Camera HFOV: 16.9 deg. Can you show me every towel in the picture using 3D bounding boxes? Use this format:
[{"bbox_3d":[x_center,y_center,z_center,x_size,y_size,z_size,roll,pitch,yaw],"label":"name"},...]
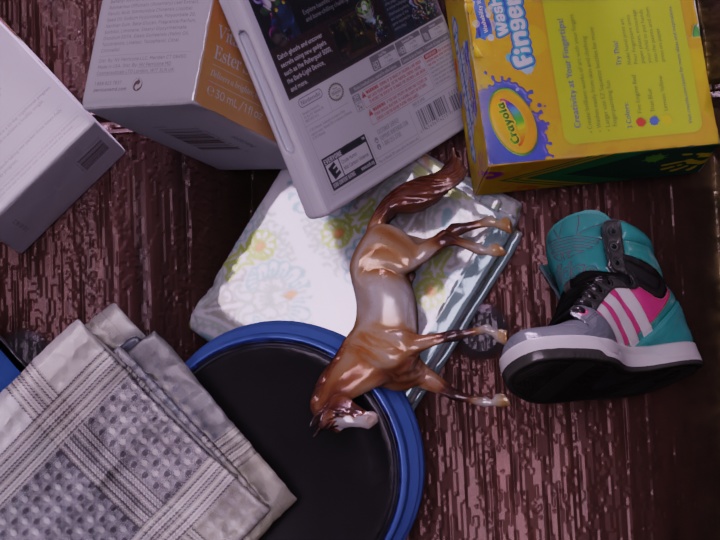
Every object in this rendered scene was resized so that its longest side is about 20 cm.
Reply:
[{"bbox_3d":[0.000,0.000,1.723,0.171,0.048,0.201,31,84,12],"label":"towel"},{"bbox_3d":[-0.173,0.148,1.628,0.200,0.035,0.193,-43,89,-11],"label":"towel"}]

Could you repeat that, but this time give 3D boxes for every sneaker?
[{"bbox_3d":[0.150,0.019,1.645,0.083,0.200,0.121,-32,69,33],"label":"sneaker"}]

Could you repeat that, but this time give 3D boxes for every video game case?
[{"bbox_3d":[-0.007,-0.154,1.663,0.023,0.200,0.183,-13,104,41],"label":"video game case"}]

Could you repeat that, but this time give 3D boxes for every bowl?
[{"bbox_3d":[-0.056,0.136,1.680,0.200,0.039,0.202,1,94,13],"label":"bowl"}]

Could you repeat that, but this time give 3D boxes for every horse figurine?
[{"bbox_3d":[0.036,0.019,1.643,0.132,0.050,0.201,-2,68,11],"label":"horse figurine"}]

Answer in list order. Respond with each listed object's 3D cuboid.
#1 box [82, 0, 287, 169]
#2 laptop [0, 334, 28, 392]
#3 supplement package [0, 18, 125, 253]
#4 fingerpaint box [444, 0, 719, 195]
[{"bbox_3d":[-0.090,-0.186,1.688,0.106,0.152,0.201,1,77,39],"label":"box"},{"bbox_3d":[-0.343,0.090,1.706,0.200,0.103,0.177,-43,79,-3],"label":"laptop"},{"bbox_3d":[-0.282,-0.127,1.732,0.110,0.114,0.200,-44,80,-2],"label":"supplement package"},{"bbox_3d":[0.149,-0.163,1.703,0.166,0.073,0.201,-6,75,-8],"label":"fingerpaint box"}]
